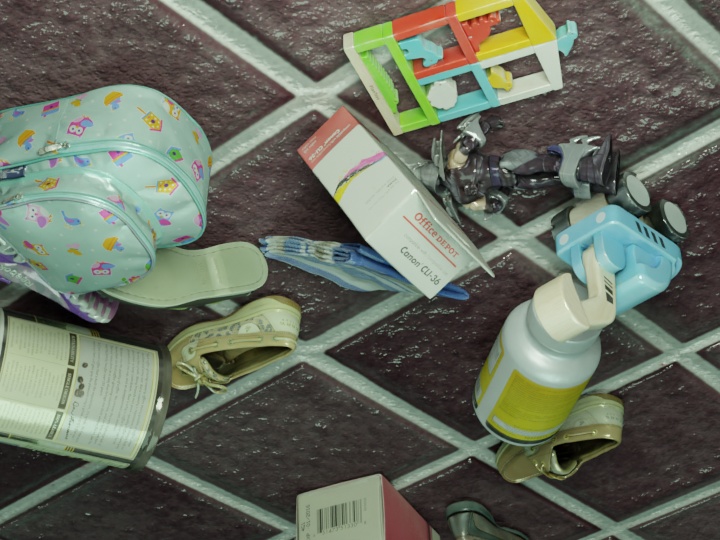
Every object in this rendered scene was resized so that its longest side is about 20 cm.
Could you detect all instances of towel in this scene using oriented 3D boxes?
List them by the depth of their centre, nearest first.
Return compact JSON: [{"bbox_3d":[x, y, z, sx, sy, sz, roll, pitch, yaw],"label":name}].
[{"bbox_3d":[0.000,0.000,1.719,0.147,0.024,0.200,21,173,-30],"label":"towel"}]

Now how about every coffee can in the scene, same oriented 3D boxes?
[{"bbox_3d":[-0.324,0.130,1.863,0.200,0.147,0.146,15,140,-22],"label":"coffee can"}]

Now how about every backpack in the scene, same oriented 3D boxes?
[{"bbox_3d":[-0.240,-0.078,1.583,0.200,0.153,0.176,-18,137,17],"label":"backpack"}]

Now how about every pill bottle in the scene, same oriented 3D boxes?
[{"bbox_3d":[0.200,0.101,1.879,0.112,0.112,0.200,6,144,-11],"label":"pill bottle"}]

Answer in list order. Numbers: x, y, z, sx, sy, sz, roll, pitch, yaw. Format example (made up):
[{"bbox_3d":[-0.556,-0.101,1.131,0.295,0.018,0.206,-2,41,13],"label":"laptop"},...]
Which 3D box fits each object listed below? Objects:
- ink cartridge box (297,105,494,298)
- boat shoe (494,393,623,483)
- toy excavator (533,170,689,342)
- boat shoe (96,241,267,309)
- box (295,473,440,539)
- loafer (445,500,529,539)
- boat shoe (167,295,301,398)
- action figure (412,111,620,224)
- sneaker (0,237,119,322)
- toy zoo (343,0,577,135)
[{"bbox_3d":[0.033,-0.054,1.580,0.067,0.200,0.116,-44,133,6],"label":"ink cartridge box"},{"bbox_3d":[0.241,0.219,2.080,0.074,0.066,0.200,23,137,-30],"label":"boat shoe"},{"bbox_3d":[0.244,0.003,1.673,0.194,0.200,0.100,29,133,-35],"label":"toy excavator"},{"bbox_3d":[-0.192,0.008,1.731,0.201,0.072,0.061,-1,164,-37],"label":"boat shoe"},{"bbox_3d":[0.014,0.369,2.238,0.128,0.109,0.200,-17,142,18],"label":"box"},{"bbox_3d":[0.175,0.378,2.297,0.072,0.063,0.200,-22,139,25],"label":"loafer"},{"bbox_3d":[-0.150,0.092,1.891,0.200,0.063,0.073,-30,136,33],"label":"boat shoe"},{"bbox_3d":[0.147,-0.098,1.646,0.200,0.069,0.130,0,152,17],"label":"action figure"},{"bbox_3d":[-0.331,-0.010,1.738,0.088,0.081,0.200,-19,136,33],"label":"sneaker"},{"bbox_3d":[0.100,-0.194,1.548,0.200,0.020,0.131,-15,142,17],"label":"toy zoo"}]
